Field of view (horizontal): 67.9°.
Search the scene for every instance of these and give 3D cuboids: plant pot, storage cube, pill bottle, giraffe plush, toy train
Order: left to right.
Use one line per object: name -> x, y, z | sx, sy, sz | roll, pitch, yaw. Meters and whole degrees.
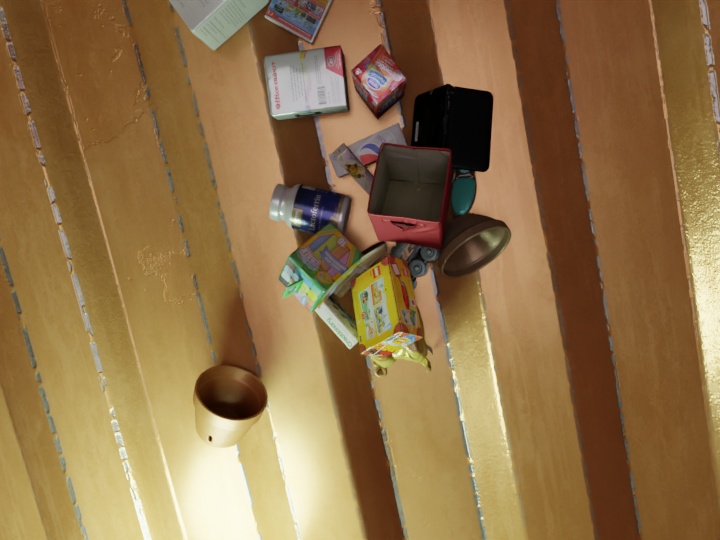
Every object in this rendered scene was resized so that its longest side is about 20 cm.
plant pot -> -0.364, 0.378, 1.449 | 0.197, 0.201, 0.142 | 24, 117, 0
pill bottle -> -0.130, -0.157, 1.385 | 0.195, 0.116, 0.118 | 13, 99, 3
giraffe plush -> 0.089, 0.192, 1.416 | 0.159, 0.175, 0.202 | -17, 131, 16
toy train -> 0.128, -0.028, 1.405 | 0.113, 0.085, 0.201 | 39, 102, 12
storage cube -> 0.121, -0.169, 1.261 | 0.167, 0.180, 0.205 | 8, 75, 12
plant pot -> 0.272, -0.076, 1.352 | 0.199, 0.201, 0.094 | -32, 62, 7

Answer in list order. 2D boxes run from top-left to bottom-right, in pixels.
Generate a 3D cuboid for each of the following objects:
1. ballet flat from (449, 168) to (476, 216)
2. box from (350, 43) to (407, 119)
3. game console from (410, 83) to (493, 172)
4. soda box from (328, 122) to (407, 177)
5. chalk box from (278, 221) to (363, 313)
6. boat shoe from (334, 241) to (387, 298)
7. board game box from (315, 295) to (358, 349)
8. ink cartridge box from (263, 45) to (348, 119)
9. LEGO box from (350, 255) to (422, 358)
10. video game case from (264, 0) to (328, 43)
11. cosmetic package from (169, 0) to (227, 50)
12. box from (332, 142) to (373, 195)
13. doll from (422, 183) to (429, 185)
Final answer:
ballet flat -> 0.265, -0.237, 1.367 | 0.069, 0.065, 0.205 | 5, 91, 10
box -> 0.045, -0.448, 1.288 | 0.095, 0.200, 0.100 | -38, 94, 6
game console -> 0.225, -0.344, 1.337 | 0.115, 0.174, 0.205 | 10, 82, -40
soda box -> 0.020, -0.307, 1.377 | 0.196, 0.068, 0.065 | -23, 96, 6
chalk box -> -0.110, 0.005, 1.295 | 0.124, 0.125, 0.200 | 43, 56, 4
boat shoe -> 0.000, 0.000, 1.423 | 0.199, 0.074, 0.067 | -37, 97, 18
board game box -> -0.077, 0.107, 1.411 | 0.035, 0.126, 0.200 | -42, 93, 9
ink cartridge box -> -0.134, -0.473, 1.357 | 0.195, 0.083, 0.149 | -5, 98, 5
LEGO box -> 0.060, 0.091, 1.316 | 0.148, 0.076, 0.204 | -33, 54, 38
video game case -> -0.140, -0.706, 1.359 | 0.141, 0.017, 0.203 | 28, 99, 0
cosmetic package -> -0.358, -0.689, 1.302 | 0.199, 0.166, 0.168 | -38, 94, 7
box -> 0.007, -0.236, 1.347 | 0.038, 0.042, 0.200 | -38, 129, 13
doll -> 0.168, -0.230, 1.387 | 0.134, 0.048, 0.204 | 16, 99, 1
